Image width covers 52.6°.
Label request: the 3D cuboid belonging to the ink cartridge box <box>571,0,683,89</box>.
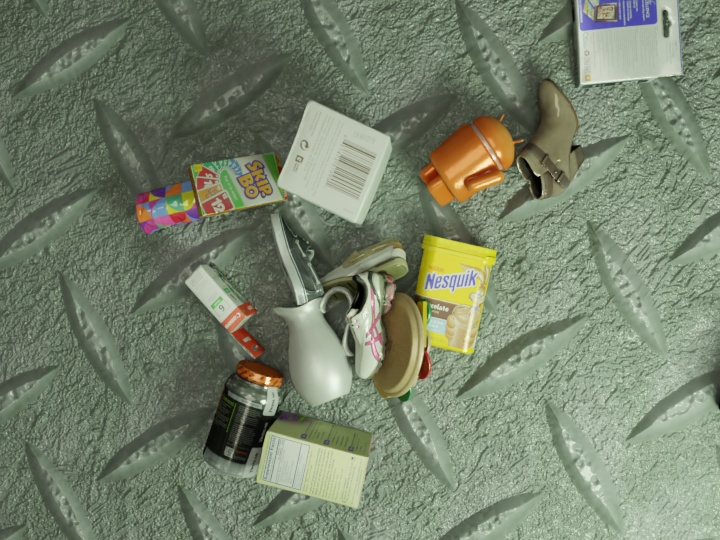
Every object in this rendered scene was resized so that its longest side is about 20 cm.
[{"bbox_3d":[0.509,-0.462,1.399,0.194,0.043,0.205,-4,92,6],"label":"ink cartridge box"}]

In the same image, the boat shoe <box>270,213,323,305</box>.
[{"bbox_3d":[-0.124,-0.031,1.422,0.066,0.072,0.203,-17,60,-12],"label":"boat shoe"}]

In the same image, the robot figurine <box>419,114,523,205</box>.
[{"bbox_3d":[0.211,-0.210,1.385,0.198,0.144,0.118,-36,99,11],"label":"robot figurine"}]

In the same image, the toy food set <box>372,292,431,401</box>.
[{"bbox_3d":[0.073,0.145,1.388,0.047,0.196,0.206,8,80,-29],"label":"toy food set"}]

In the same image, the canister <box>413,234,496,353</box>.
[{"bbox_3d":[0.174,0.045,1.417,0.144,0.087,0.206,12,94,4],"label":"canister"}]

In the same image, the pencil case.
[{"bbox_3d":[-0.346,-0.131,1.448,0.194,0.088,0.091,-11,91,4],"label":"pencil case"}]

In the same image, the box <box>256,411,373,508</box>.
[{"bbox_3d":[-0.082,0.358,1.397,0.194,0.176,0.100,14,92,3],"label":"box"}]

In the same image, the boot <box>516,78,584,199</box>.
[{"bbox_3d":[0.349,-0.242,1.378,0.145,0.070,0.204,-32,99,-26],"label":"boot"}]

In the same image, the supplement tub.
[{"bbox_3d":[-0.226,0.289,1.432,0.120,0.123,0.205,19,94,3],"label":"supplement tub"}]

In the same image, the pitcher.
[{"bbox_3d":[-0.068,0.146,1.415,0.168,0.121,0.205,-21,82,20],"label":"pitcher"}]

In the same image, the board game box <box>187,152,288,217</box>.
[{"bbox_3d":[-0.231,-0.169,1.413,0.196,0.030,0.098,-16,92,-35],"label":"board game box"}]

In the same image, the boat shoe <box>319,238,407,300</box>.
[{"bbox_3d":[0.000,0.000,1.437,0.195,0.075,0.070,-19,56,16],"label":"boat shoe"}]

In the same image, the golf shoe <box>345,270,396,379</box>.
[{"bbox_3d":[0.006,0.103,1.376,0.090,0.072,0.206,6,93,-27],"label":"golf shoe"}]

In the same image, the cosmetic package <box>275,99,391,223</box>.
[{"bbox_3d":[-0.043,-0.196,1.366,0.161,0.200,0.169,24,93,2],"label":"cosmetic package"}]

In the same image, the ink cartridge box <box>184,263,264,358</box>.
[{"bbox_3d":[-0.251,0.076,1.434,0.050,0.109,0.200,-43,89,4],"label":"ink cartridge box"}]

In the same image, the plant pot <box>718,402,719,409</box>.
[{"bbox_3d":[0.784,0.249,1.338,0.175,0.199,0.204,29,93,14],"label":"plant pot"}]
